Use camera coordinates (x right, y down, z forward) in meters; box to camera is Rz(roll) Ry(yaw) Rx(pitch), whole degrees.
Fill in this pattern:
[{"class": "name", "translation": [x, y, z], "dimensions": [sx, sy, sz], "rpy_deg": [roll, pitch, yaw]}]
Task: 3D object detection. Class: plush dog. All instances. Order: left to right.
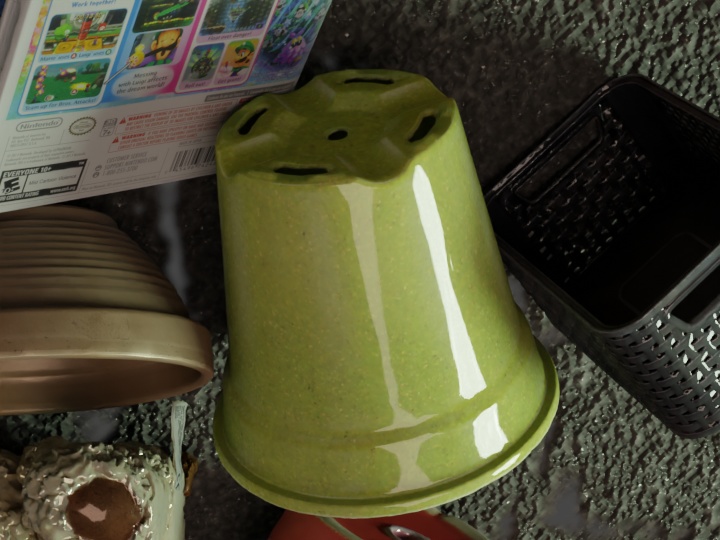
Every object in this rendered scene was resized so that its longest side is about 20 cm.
[{"class": "plush dog", "translation": [-0.191, 0.151, 1.117], "dimensions": [0.170, 0.161, 0.201], "rpy_deg": [3, 123, 5]}]

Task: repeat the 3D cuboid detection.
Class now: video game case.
[{"class": "video game case", "translation": [-0.102, -0.114, 0.980], "dimensions": [0.199, 0.024, 0.183], "rpy_deg": [-13, 142, -40]}]

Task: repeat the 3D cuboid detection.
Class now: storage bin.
[{"class": "storage bin", "translation": [0.169, -0.013, 1.074], "dimensions": [0.135, 0.200, 0.094], "rpy_deg": [-42, 120, -1]}]

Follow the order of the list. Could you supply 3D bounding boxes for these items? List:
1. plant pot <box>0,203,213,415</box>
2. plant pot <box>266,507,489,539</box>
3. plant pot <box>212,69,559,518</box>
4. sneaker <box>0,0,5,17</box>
[{"class": "plant pot", "translation": [-0.182, 0.020, 1.037], "dimensions": [0.199, 0.201, 0.094], "rpy_deg": [-2, 78, -15]}, {"class": "plant pot", "translation": [-0.002, 0.238, 1.177], "dimensions": [0.199, 0.200, 0.179], "rpy_deg": [18, 101, -23]}, {"class": "plant pot", "translation": [0.000, 0.000, 1.036], "dimensions": [0.199, 0.201, 0.186], "rpy_deg": [-15, 122, -7]}, {"class": "sneaker", "translation": [-0.163, -0.162, 0.974], "dimensions": [0.199, 0.077, 0.112], "rpy_deg": [23, 113, -36]}]
